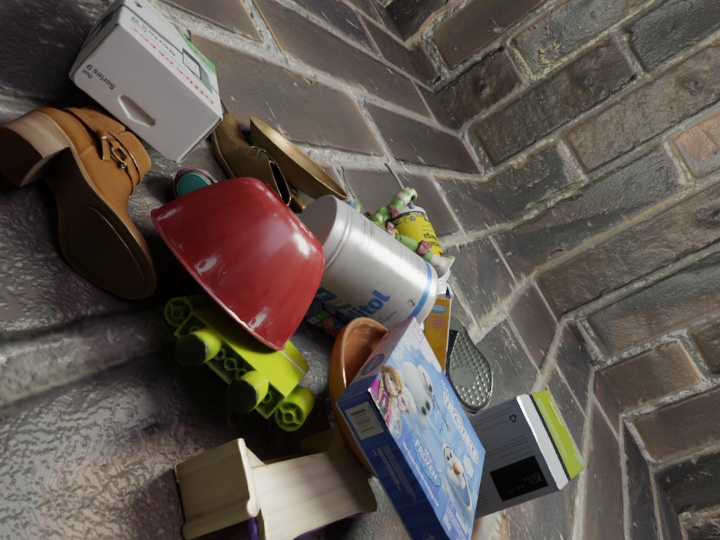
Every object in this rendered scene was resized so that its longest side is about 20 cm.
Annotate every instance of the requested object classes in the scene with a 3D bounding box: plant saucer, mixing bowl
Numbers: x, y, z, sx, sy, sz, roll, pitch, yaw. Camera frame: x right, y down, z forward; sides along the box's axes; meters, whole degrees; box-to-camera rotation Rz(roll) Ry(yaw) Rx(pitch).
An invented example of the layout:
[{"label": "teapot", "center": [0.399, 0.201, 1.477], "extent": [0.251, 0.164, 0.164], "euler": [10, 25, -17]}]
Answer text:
[{"label": "plant saucer", "center": [0.023, 0.153, 0.647], "extent": [0.200, 0.037, 0.201], "euler": [47, 28, -35]}, {"label": "plant saucer", "center": [-0.107, -0.170, 0.905], "extent": [0.200, 0.035, 0.200], "euler": [39, 11, -9]}, {"label": "mixing bowl", "center": [-0.110, -0.025, 0.594], "extent": [0.200, 0.108, 0.200], "euler": [48, -1, 1]}]

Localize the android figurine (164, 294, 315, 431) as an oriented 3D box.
[{"label": "android figurine", "center": [-0.119, 0.088, 0.587], "extent": [0.182, 0.041, 0.200], "euler": [42, 5, 1]}]

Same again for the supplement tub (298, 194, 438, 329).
[{"label": "supplement tub", "center": [0.000, 0.000, 0.782], "extent": [0.200, 0.132, 0.132], "euler": [32, 34, -29]}]

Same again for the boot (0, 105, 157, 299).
[{"label": "boot", "center": [-0.250, -0.080, 0.563], "extent": [0.200, 0.074, 0.155], "euler": [57, 17, -17]}]

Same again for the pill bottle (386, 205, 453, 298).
[{"label": "pill bottle", "center": [0.113, -0.021, 1.130], "extent": [0.112, 0.112, 0.201], "euler": [20, 45, -55]}]

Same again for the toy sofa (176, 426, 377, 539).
[{"label": "toy sofa", "center": [-0.073, 0.213, 0.546], "extent": [0.200, 0.083, 0.098], "euler": [14, 54, -58]}]

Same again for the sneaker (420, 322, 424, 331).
[{"label": "sneaker", "center": [0.082, 0.105, 0.942], "extent": [0.108, 0.067, 0.201], "euler": [56, 7, -10]}]

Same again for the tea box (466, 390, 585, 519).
[{"label": "tea box", "center": [0.208, 0.285, 0.856], "extent": [0.197, 0.200, 0.134], "euler": [17, 47, -58]}]

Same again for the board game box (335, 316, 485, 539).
[{"label": "board game box", "center": [0.068, 0.177, 0.617], "extent": [0.200, 0.043, 0.199], "euler": [62, 22, -6]}]

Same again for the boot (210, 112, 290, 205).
[{"label": "boot", "center": [-0.159, -0.160, 0.820], "extent": [0.074, 0.075, 0.200], "euler": [3, 57, -58]}]

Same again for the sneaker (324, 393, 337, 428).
[{"label": "sneaker", "center": [0.000, 0.150, 0.776], "extent": [0.199, 0.080, 0.115], "euler": [22, 39, -63]}]

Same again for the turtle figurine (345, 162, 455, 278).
[{"label": "turtle figurine", "center": [0.059, -0.066, 0.932], "extent": [0.194, 0.144, 0.200], "euler": [42, 9, -8]}]

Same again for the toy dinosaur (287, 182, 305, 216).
[{"label": "toy dinosaur", "center": [-0.110, -0.098, 0.887], "extent": [0.106, 0.060, 0.200], "euler": [42, 14, -54]}]

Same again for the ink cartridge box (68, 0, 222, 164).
[{"label": "ink cartridge box", "center": [-0.250, -0.239, 0.674], "extent": [0.146, 0.084, 0.200], "euler": [40, 16, -37]}]

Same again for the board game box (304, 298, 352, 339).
[{"label": "board game box", "center": [-0.032, 0.024, 0.894], "extent": [0.135, 0.034, 0.200], "euler": [39, 31, -35]}]

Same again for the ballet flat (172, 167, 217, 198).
[{"label": "ballet flat", "center": [-0.160, -0.049, 0.714], "extent": [0.200, 0.069, 0.071], "euler": [52, 6, -14]}]

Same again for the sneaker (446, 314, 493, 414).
[{"label": "sneaker", "center": [0.174, 0.194, 0.964], "extent": [0.203, 0.077, 0.147], "euler": [-102, -176, -52]}]

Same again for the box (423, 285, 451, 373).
[{"label": "box", "center": [0.113, 0.126, 0.863], "extent": [0.119, 0.041, 0.201], "euler": [65, 29, -77]}]
